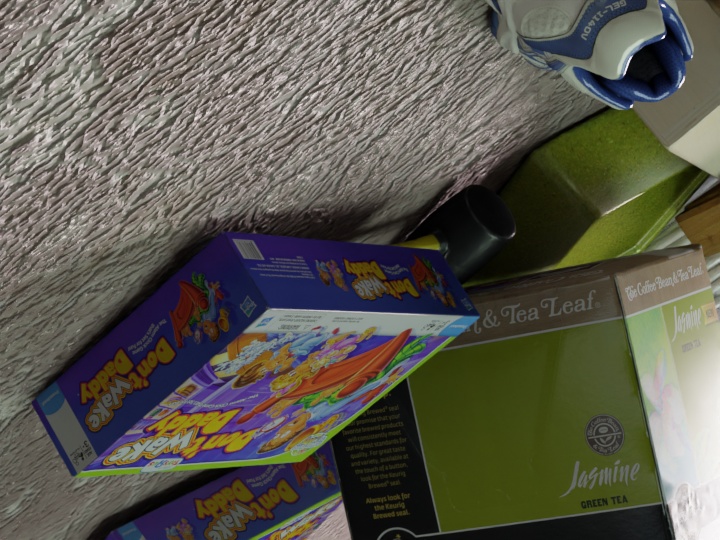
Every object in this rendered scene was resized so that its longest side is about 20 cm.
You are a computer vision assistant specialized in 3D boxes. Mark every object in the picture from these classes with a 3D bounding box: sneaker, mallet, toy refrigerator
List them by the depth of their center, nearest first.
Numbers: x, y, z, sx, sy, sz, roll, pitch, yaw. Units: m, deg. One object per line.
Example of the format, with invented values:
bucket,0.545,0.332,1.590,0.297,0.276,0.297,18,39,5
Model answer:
sneaker,0.106,-0.103,1.061,0.075,0.088,0.200,-42,168,11
mallet,0.000,0.000,1.259,0.200,0.041,0.066,-17,158,-46
toy refrigerator,0.185,-0.105,1.292,0.070,0.076,0.200,-40,166,12

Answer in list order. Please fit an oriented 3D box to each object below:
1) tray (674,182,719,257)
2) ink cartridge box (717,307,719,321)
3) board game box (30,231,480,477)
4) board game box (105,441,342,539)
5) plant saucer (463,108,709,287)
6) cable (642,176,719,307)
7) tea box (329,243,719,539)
tray,0.251,-0.055,1.436,0.099,0.037,0.200,-35,178,-3
ink cartridge box,0.224,0.032,1.744,0.095,0.037,0.200,-32,-162,-6
board game box,-0.046,0.042,1.175,0.134,0.045,0.200,-40,159,24
board game box,-0.107,0.184,1.536,0.200,0.045,0.134,-23,160,-47
plant saucer,0.145,-0.038,1.475,0.200,0.048,0.200,-28,164,-36
cable,0.245,-0.031,1.652,0.200,0.069,0.200,-38,-178,6
tea box,0.102,0.102,1.365,0.200,0.197,0.134,-11,-177,31
